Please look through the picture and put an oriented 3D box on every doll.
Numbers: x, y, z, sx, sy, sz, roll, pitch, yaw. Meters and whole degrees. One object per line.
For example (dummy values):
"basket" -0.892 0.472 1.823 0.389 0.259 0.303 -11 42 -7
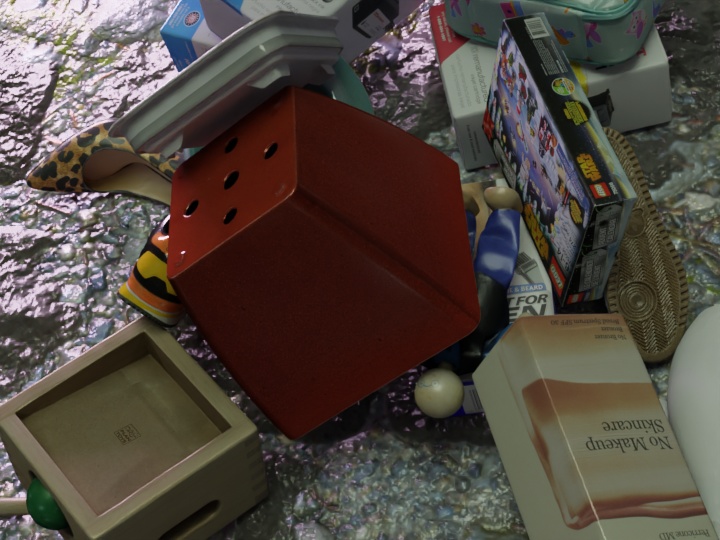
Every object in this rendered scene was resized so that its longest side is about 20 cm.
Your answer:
"doll" 0.078 0.029 1.207 0.136 0.048 0.201 -1 59 24

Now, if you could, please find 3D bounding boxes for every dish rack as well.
"dish rack" -0.097 -0.143 1.199 0.171 0.200 0.044 -34 88 18

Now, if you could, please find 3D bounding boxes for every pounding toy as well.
"pounding toy" -0.210 0.166 1.227 0.200 0.142 0.184 -33 55 -22

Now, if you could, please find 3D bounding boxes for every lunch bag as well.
"lunch bag" 0.177 -0.273 1.337 0.199 0.077 0.161 17 60 26

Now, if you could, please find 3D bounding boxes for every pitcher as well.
"pitcher" 0.270 0.132 1.135 0.171 0.121 0.201 -4 66 30

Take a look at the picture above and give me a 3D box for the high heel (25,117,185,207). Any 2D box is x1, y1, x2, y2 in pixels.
"high heel" -0.216 -0.077 1.411 0.199 0.072 0.143 -17 54 -3

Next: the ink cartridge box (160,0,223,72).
"ink cartridge box" -0.082 -0.237 1.484 0.199 0.068 0.116 18 63 22

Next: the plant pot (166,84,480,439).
"plant pot" -0.044 -0.024 1.178 0.200 0.176 0.200 -33 37 25

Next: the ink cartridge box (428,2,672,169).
"ink cartridge box" 0.175 -0.193 1.384 0.199 0.086 0.148 -15 54 6

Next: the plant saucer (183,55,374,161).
"plant saucer" -0.079 -0.112 1.322 0.199 0.027 0.201 4 99 27

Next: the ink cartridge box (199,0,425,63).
"ink cartridge box" -0.036 -0.279 1.410 0.200 0.084 0.145 -41 60 -17

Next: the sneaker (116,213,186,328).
"sneaker" -0.149 -0.020 1.297 0.070 0.200 0.090 33 106 -5

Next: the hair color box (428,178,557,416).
"hair color box" 0.112 0.019 1.271 0.109 0.065 0.201 -8 54 10

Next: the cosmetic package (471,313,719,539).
"cosmetic package" 0.169 0.137 1.090 0.103 0.087 0.201 -1 55 -28

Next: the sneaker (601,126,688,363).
"sneaker" 0.219 -0.017 1.274 0.071 0.112 0.201 -15 86 -7

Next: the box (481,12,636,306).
"box" 0.157 -0.091 1.214 0.040 0.137 0.200 -12 56 -12
